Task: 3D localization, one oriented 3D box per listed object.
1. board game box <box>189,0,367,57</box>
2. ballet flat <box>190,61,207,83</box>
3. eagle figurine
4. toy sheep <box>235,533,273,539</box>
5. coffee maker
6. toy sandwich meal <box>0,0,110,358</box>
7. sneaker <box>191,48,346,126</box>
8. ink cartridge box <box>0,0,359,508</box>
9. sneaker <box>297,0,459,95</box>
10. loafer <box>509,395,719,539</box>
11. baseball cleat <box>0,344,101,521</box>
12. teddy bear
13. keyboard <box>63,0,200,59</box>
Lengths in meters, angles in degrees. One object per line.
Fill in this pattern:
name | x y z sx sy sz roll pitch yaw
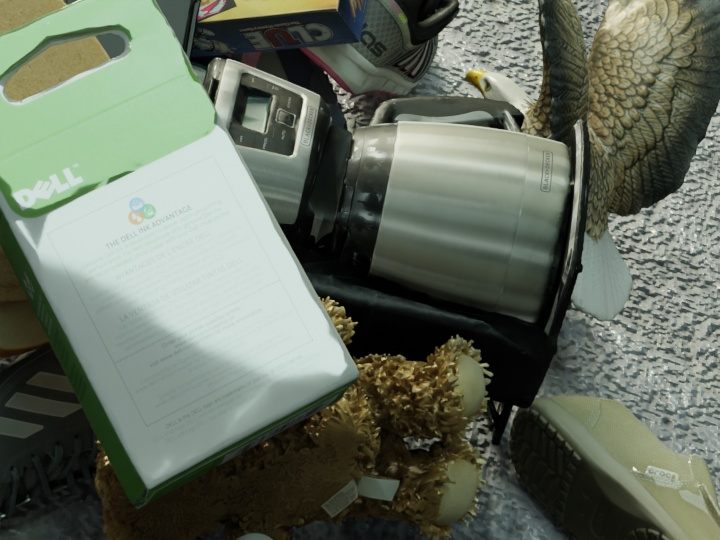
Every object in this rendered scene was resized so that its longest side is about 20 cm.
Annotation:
board game box | -0.085 -0.193 1.048 0.198 0.035 0.137 -1 64 25
ballet flat | -0.175 -0.105 1.025 0.198 0.070 0.070 13 43 -11
eagle figurine | 0.120 -0.088 0.992 0.150 0.201 0.152 27 26 -3
toy sheep | -0.025 0.187 0.746 0.199 0.138 0.138 34 42 -8
coffee maker | 0.000 0.000 0.892 0.198 0.194 0.135 11 25 -2
toy sandwich meal | -0.187 -0.059 0.826 0.204 0.070 0.207 19 55 -30
sneaker | -0.084 -0.131 1.093 0.082 0.070 0.200 -31 62 -16
ink cartridge box | -0.095 -0.012 0.758 0.103 0.059 0.201 -27 83 -18
sneaker | 0.025 -0.162 1.097 0.074 0.087 0.200 49 18 3
loafer | 0.160 0.132 0.910 0.068 0.076 0.200 -23 58 -30
baseball cleat | -0.138 0.079 0.846 0.106 0.070 0.200 28 44 6
teddy bear | -0.029 0.083 0.831 0.199 0.146 0.067 -19 31 -11
keyboard | -0.155 -0.077 0.979 0.103 0.040 0.202 14 72 -11
